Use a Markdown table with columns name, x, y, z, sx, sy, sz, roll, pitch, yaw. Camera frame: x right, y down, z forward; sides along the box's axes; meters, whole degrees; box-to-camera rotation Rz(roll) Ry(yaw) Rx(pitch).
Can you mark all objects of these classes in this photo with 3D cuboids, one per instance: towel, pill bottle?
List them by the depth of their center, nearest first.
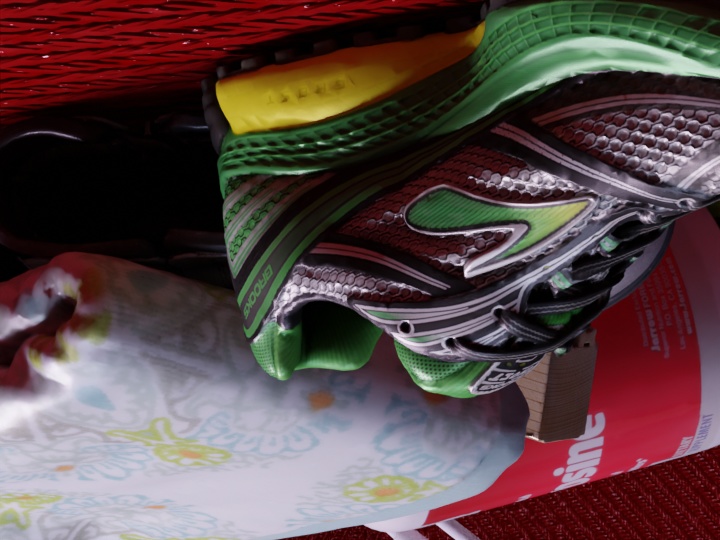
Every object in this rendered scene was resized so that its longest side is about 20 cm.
| name | x | y | z | sx | sy | sz | roll | pitch | yaw |
| --- | --- | --- | --- | --- | --- | --- | --- | --- | --- |
| towel | -0.075 | 0.053 | 0.688 | 0.199 | 0.049 | 0.170 | -22 | 155 | 41 |
| pill bottle | 0.042 | 0.037 | 0.899 | 0.198 | 0.113 | 0.112 | -13 | 178 | -15 |

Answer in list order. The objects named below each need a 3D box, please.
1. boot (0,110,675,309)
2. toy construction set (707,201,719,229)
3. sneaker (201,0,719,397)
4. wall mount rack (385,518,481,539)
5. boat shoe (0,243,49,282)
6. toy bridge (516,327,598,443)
| name | x | y | z | sx | sy | sz | roll | pitch | yaw |
| --- | --- | --- | --- | --- | --- | --- | --- | --- | --- |
| boot | -0.001 | -0.014 | 0.657 | 0.198 | 0.070 | 0.132 | -10 | 171 | 0 |
| toy construction set | 0.189 | 0.000 | 0.983 | 0.130 | 0.093 | 0.200 | -8 | 170 | -30 |
| sneaker | 0.048 | -0.017 | 0.518 | 0.078 | 0.086 | 0.199 | -1 | 173 | -45 |
| wall mount rack | -0.028 | 0.105 | 1.020 | 0.172 | 0.075 | 0.200 | -7 | 168 | 21 |
| boat shoe | -0.115 | 0.024 | 0.777 | 0.092 | 0.075 | 0.200 | 22 | -171 | 13 |
| toy bridge | 0.000 | 0.000 | 0.792 | 0.027 | 0.068 | 0.199 | -2 | -166 | -44 |
